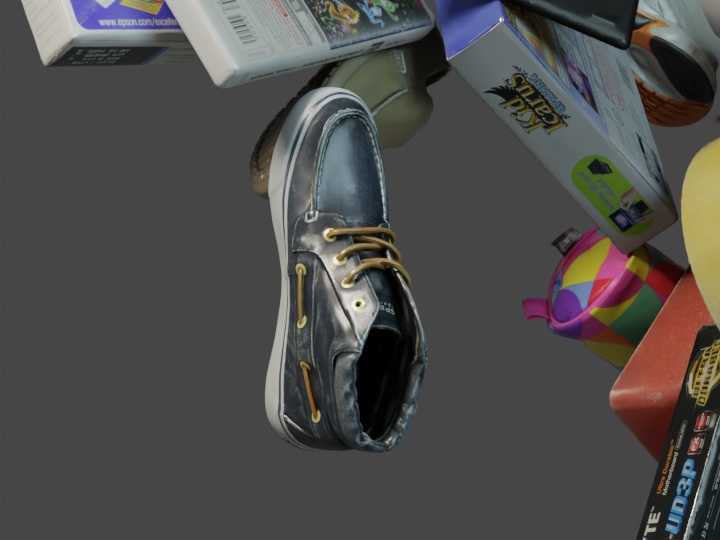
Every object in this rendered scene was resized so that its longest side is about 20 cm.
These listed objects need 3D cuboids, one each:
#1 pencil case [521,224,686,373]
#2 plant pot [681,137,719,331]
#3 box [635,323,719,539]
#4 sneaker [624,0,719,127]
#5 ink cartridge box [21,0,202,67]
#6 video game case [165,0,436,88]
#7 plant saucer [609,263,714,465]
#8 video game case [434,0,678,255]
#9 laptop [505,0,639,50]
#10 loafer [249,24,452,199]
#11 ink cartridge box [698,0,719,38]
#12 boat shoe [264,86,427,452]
[{"bbox_3d":[0.199,0.047,1.656,0.200,0.088,0.089,35,50,-25],"label":"pencil case"},{"bbox_3d":[0.305,-0.021,1.530,0.200,0.142,0.201,27,46,-33],"label":"plant pot"},{"bbox_3d":[0.238,0.152,1.542,0.159,0.046,0.201,31,66,-29],"label":"box"},{"bbox_3d":[0.170,-0.192,1.763,0.200,0.076,0.092,53,34,-16],"label":"sneaker"},{"bbox_3d":[-0.125,-0.212,1.510,0.198,0.043,0.201,-5,71,-45],"label":"ink cartridge box"},{"bbox_3d":[-0.066,-0.203,1.497,0.181,0.023,0.201,-19,74,-48],"label":"video game case"},{"bbox_3d":[0.265,0.071,1.625,0.200,0.037,0.200,48,59,-22],"label":"plant saucer"},{"bbox_3d":[0.110,-0.130,1.616,0.181,0.045,0.200,46,20,-29],"label":"video game case"},{"bbox_3d":[0.073,-0.220,1.592,0.186,0.116,0.201,21,59,-11],"label":"laptop"},{"bbox_3d":[0.003,-0.096,1.550,0.068,0.076,0.200,44,46,-9],"label":"loafer"},{"bbox_3d":[0.275,-0.267,1.874,0.147,0.086,0.200,56,43,-6],"label":"ink cartridge box"},{"bbox_3d":[0.000,0.000,1.440,0.071,0.091,0.201,3,90,-33],"label":"boat shoe"}]
